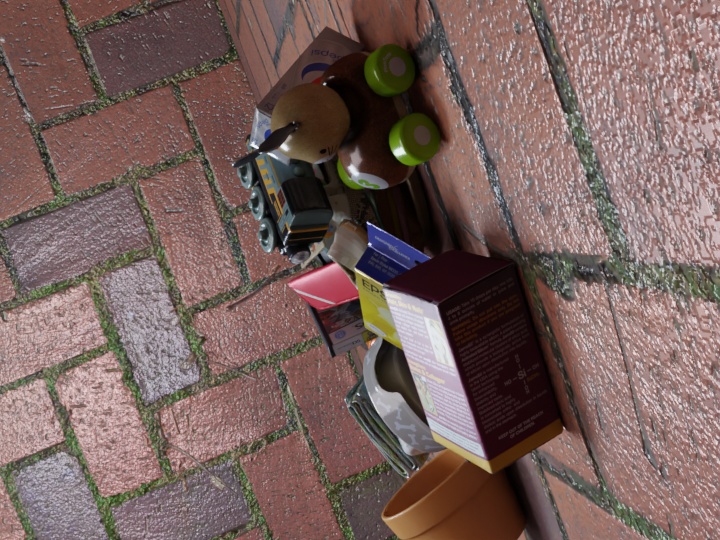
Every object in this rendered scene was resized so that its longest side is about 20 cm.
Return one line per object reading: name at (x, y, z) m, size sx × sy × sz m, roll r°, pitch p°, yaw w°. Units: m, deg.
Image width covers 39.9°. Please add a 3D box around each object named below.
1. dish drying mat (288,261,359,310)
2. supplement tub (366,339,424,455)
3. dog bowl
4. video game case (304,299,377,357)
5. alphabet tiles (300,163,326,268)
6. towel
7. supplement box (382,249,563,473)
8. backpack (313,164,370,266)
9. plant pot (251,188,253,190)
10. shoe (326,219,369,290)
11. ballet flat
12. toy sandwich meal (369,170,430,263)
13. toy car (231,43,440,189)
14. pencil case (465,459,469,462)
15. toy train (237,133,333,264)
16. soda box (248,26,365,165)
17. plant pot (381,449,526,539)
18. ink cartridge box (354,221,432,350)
dish drying mat at (-0.027, 0.018, 1.473) m, size 0.077 × 0.018 × 0.199 m, roll 43°, pitch 145°, yaw -21°
supplement tub at (0.089, 0.187, 1.621) m, size 0.123 × 0.121 × 0.202 m, roll 84°, pitch 163°, yaw -67°
dog bowl at (0.085, 0.163, 1.388) m, size 0.199 × 0.059 × 0.202 m, roll 33°, pitch -145°, yaw -26°
video game case at (0.005, 0.039, 1.593) m, size 0.201 × 0.178 × 0.026 m, roll -121°, pitch 9°, yaw -53°
alphabet tiles at (-0.087, -0.098, 1.399) m, size 0.200 × 0.006 × 0.169 m, roll 142°, pitch 113°, yaw -69°
towel at (0.065, 0.238, 1.699) m, size 0.172 × 0.048 × 0.200 m, roll 50°, pitch -148°, yaw -4°
supplement box at (0.120, 0.093, 1.068) m, size 0.131 × 0.102 × 0.203 m, roll 19°, pitch 131°, yaw 64°
backpack at (-0.023, -0.078, 1.521) m, size 0.200 × 0.153 × 0.176 m, roll 43°, pitch -169°, yaw -36°
plant pot at (-0.072, -0.160, 1.694) m, size 0.142 × 0.197 × 0.203 m, roll -63°, pitch -43°, yaw -63°
shoe at (0.000, 0.000, 1.333) m, size 0.069 × 0.054 × 0.200 m, roll 23°, pitch 163°, yaw 26°
ballet flat at (-0.032, -0.109, 1.354) m, size 0.068 × 0.074 × 0.202 m, roll 116°, pitch 142°, yaw -47°
toy sandwich meal at (0.037, -0.103, 1.369) m, size 0.205 × 0.069 × 0.208 m, roll 158°, pitch 91°, yaw -83°
toy car at (-0.042, -0.150, 1.121) m, size 0.164 × 0.198 × 0.160 m, roll -15°, pitch 97°, yaw 61°
pencil case at (0.135, 0.152, 1.334) m, size 0.090 × 0.077 × 0.202 m, roll 108°, pitch 142°, yaw -57°
toy train at (-0.100, -0.111, 1.306) m, size 0.114 × 0.084 × 0.202 m, roll -56°, pitch 46°, yaw 48°
soda box at (-0.067, -0.229, 1.282) m, size 0.063 × 0.201 × 0.069 m, roll 28°, pitch 140°, yaw 6°
plant pot at (0.149, 0.350, 1.448) m, size 0.141 × 0.199 × 0.200 m, roll 51°, pitch 173°, yaw 1°
ink cartridge box at (0.082, 0.054, 1.228) m, size 0.196 × 0.047 × 0.201 m, roll 31°, pitch 157°, yaw 24°
